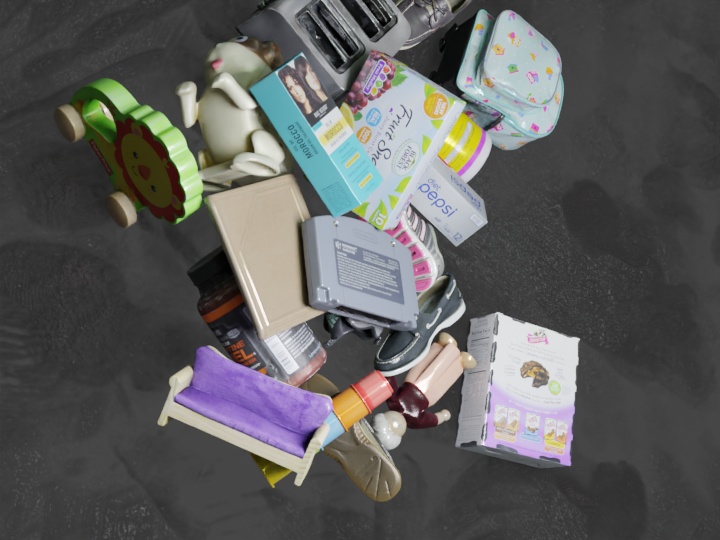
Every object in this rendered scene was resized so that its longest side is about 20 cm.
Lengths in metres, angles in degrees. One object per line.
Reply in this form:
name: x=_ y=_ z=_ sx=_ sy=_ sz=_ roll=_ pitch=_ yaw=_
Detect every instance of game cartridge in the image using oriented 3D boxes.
game cartridge: x=0.000 y=0.000 z=1.480 sx=0.200 sy=0.041 sz=0.133 roll=18 pitch=54 yaw=-46

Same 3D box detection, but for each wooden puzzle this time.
wooden puzzle: x=-0.110 y=-0.020 z=1.405 sx=0.200 sy=0.037 sz=0.185 roll=-23 pitch=92 yaw=-58

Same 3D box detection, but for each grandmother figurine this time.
grandmother figurine: x=0.077 y=0.174 z=1.582 sx=0.121 sy=0.061 sz=0.200 roll=38 pitch=57 yaw=6

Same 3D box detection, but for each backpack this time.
backpack: x=0.226 y=-0.290 z=1.734 sx=0.200 sy=0.153 sz=0.176 roll=34 pitch=57 yaw=-29

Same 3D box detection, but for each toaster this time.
toaster: x=-0.047 y=-0.331 z=1.586 sx=0.200 sy=0.119 sz=0.181 roll=51 pitch=59 yaw=-12

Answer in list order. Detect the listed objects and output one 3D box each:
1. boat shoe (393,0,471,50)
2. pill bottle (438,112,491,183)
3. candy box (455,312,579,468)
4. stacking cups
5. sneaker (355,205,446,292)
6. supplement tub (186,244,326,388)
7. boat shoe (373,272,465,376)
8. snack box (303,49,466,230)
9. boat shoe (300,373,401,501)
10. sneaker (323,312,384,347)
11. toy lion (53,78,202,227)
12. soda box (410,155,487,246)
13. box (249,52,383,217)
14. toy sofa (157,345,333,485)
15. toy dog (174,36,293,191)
boat shoe: x=0.114 y=-0.412 z=1.738 sx=0.200 sy=0.065 sz=0.072 roll=-39 pitch=102 yaw=-32
pill bottle: x=0.091 y=-0.216 z=1.655 sx=0.200 sy=0.104 sz=0.104 roll=36 pitch=62 yaw=-21
candy box: x=0.238 y=0.181 z=1.674 sx=0.167 sy=0.071 sz=0.201 roll=18 pitch=70 yaw=-28
stacking cups: x=-0.049 y=0.201 z=1.453 sx=0.200 sy=0.060 sz=0.061 roll=-34 pitch=98 yaw=-12
sneaker: x=0.061 y=-0.062 z=1.621 sx=0.200 sy=0.074 sz=0.087 roll=59 pitch=28 yaw=11
supplement tub: x=-0.139 y=0.063 z=1.443 sx=0.107 sy=0.107 sz=0.200 roll=-41 pitch=100 yaw=-32
boat shoe: x=0.077 y=0.074 z=1.591 sx=0.200 sy=0.075 sz=0.060 roll=-46 pitch=128 yaw=-42
snack box: x=0.031 y=-0.175 z=1.512 sx=0.142 sy=0.200 sz=0.053 roll=34 pitch=16 yaw=16
boat shoe: x=-0.021 y=0.225 z=1.505 sx=0.073 sy=0.065 sz=0.200 roll=-36 pitch=82 yaw=-2
sneaker: x=-0.038 y=0.037 z=1.529 sx=0.200 sy=0.078 sz=0.140 roll=29 pitch=64 yaw=-23
toy lion: x=-0.272 y=-0.145 z=1.355 sx=0.069 sy=0.192 sz=0.200 roll=-35 pitch=97 yaw=-33
soda box: x=0.095 y=-0.130 z=1.609 sx=0.200 sy=0.063 sz=0.068 roll=42 pitch=24 yaw=-23
box: x=-0.054 y=-0.174 z=1.440 sx=0.200 sy=0.049 sz=0.082 roll=56 pitch=35 yaw=-12
toy sofa: x=-0.137 y=0.173 z=1.366 sx=0.200 sy=0.083 sz=0.098 roll=23 pitch=98 yaw=3
toy dog: x=-0.151 y=-0.214 z=1.485 sx=0.194 sy=0.139 sz=0.201 roll=4 pitch=76 yaw=-44
